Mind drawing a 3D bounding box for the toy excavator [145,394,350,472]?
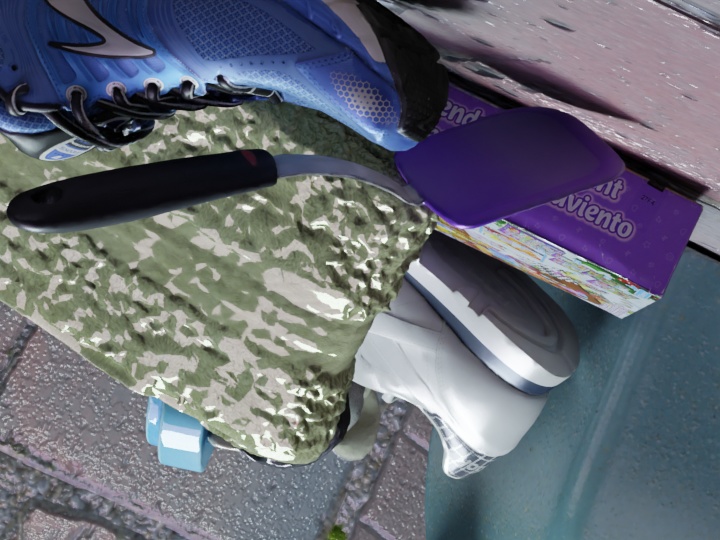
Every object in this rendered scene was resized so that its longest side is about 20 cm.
[{"bbox_3d":[-0.088,-0.029,1.072,0.199,0.195,0.100,11,178,1],"label":"toy excavator"}]

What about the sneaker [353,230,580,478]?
[{"bbox_3d":[0.000,0.000,1.220,0.200,0.081,0.076,46,-149,14],"label":"sneaker"}]

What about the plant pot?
[{"bbox_3d":[0.139,0.105,1.288,0.195,0.200,0.196,25,178,-21],"label":"plant pot"}]

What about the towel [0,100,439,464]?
[{"bbox_3d":[-0.076,-0.030,0.975,0.200,0.149,0.036,31,-142,6],"label":"towel"}]

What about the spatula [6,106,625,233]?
[{"bbox_3d":[-0.015,-0.029,0.883,0.200,0.021,0.057,-5,-148,-26],"label":"spatula"}]

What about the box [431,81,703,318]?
[{"bbox_3d":[0.053,-0.031,1.079,0.137,0.039,0.200,25,178,2],"label":"box"}]

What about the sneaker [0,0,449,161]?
[{"bbox_3d":[-0.063,-0.067,0.868,0.200,0.089,0.079,20,176,31],"label":"sneaker"}]

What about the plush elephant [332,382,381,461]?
[{"bbox_3d":[-0.009,0.046,1.937,0.164,0.155,0.200,25,177,-22],"label":"plush elephant"}]
